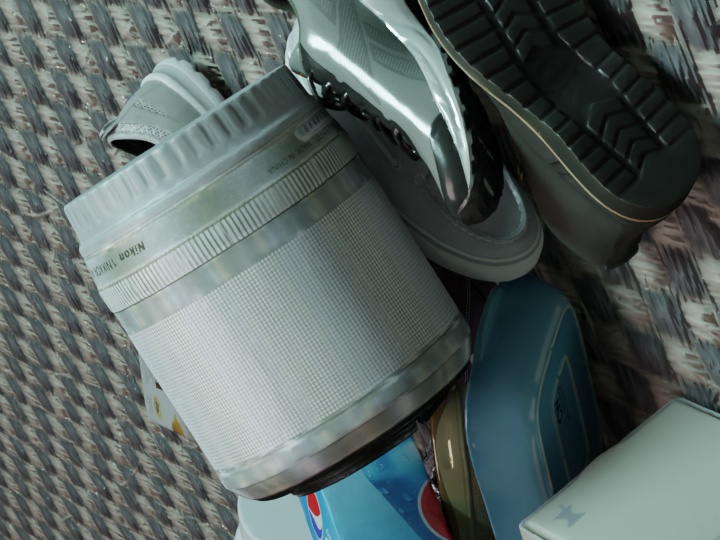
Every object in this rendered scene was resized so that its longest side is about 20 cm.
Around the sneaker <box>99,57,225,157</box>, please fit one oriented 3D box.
[{"bbox_3d":[-0.088,-0.042,1.604,0.200,0.082,0.075,46,156,8],"label":"sneaker"}]

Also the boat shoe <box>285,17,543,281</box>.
[{"bbox_3d":[0.031,-0.081,1.362,0.200,0.072,0.069,55,159,23],"label":"boat shoe"}]

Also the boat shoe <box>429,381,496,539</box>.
[{"bbox_3d":[0.084,0.159,1.478,0.073,0.063,0.201,-87,-13,-74],"label":"boat shoe"}]

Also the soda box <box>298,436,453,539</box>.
[{"bbox_3d":[0.015,0.164,1.450,0.064,0.068,0.200,96,159,-50],"label":"soda box"}]

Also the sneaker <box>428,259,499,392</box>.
[{"bbox_3d":[0.000,0.000,1.456,0.200,0.115,0.076,43,154,24],"label":"sneaker"}]

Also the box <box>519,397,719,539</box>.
[{"bbox_3d":[0.190,0.194,1.343,0.109,0.128,0.200,24,142,49],"label":"box"}]

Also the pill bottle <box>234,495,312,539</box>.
[{"bbox_3d":[-0.035,0.229,1.832,0.114,0.114,0.200,39,152,32],"label":"pill bottle"}]

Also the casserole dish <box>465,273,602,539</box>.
[{"bbox_3d":[0.102,0.088,1.391,0.039,0.121,0.200,4,141,20],"label":"casserole dish"}]

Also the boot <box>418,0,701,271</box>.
[{"bbox_3d":[0.082,-0.090,1.246,0.200,0.077,0.138,56,167,12],"label":"boot"}]

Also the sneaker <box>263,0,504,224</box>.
[{"bbox_3d":[0.013,-0.099,1.287,0.200,0.079,0.074,60,-175,29],"label":"sneaker"}]

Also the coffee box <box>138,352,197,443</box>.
[{"bbox_3d":[-0.064,0.068,1.621,0.200,0.114,0.080,-167,69,-68],"label":"coffee box"}]

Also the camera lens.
[{"bbox_3d":[-0.047,0.011,1.326,0.200,0.160,0.160,58,156,-6],"label":"camera lens"}]

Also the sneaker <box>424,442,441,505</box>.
[{"bbox_3d":[0.052,0.159,1.555,0.075,0.114,0.200,36,151,35],"label":"sneaker"}]
